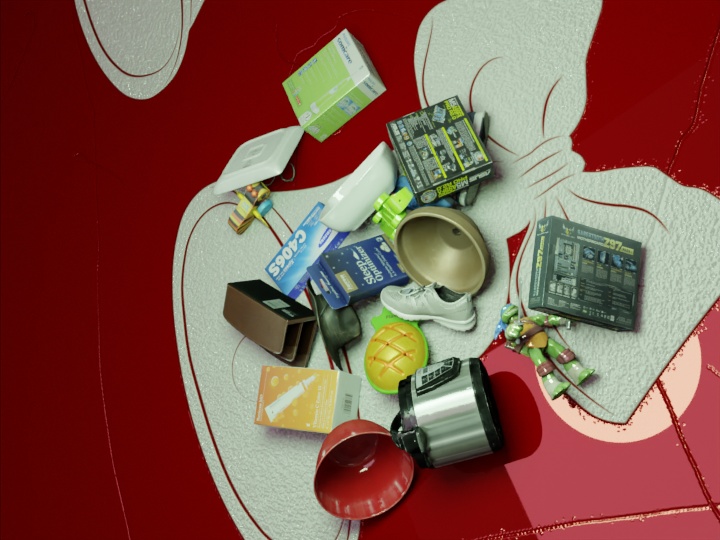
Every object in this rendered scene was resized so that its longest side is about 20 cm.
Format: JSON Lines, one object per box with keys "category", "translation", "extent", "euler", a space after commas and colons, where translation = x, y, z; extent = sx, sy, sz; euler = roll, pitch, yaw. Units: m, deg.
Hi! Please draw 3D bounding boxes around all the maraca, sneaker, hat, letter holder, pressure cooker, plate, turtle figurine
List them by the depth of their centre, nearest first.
{"category": "turtle figurine", "translation": [0.331, 0.110, 1.447], "extent": [0.200, 0.143, 0.196], "euler": [-46, 65, 25]}
{"category": "pressure cooker", "translation": [0.147, 0.264, 1.482], "extent": [0.196, 0.177, 0.182], "euler": [-17, 55, 13]}
{"category": "sneaker", "translation": [0.134, 0.052, 1.607], "extent": [0.195, 0.075, 0.084], "euler": [11, 124, 19]}
{"category": "maraca", "translation": [0.070, 0.152, 1.623], "extent": [0.134, 0.108, 0.204], "euler": [-9, 53, 16]}
{"category": "sneaker", "translation": [0.124, -0.143, 1.660], "extent": [0.079, 0.066, 0.199], "euler": [-55, 30, -1]}
{"category": "sneaker", "translation": [0.177, -0.228, 1.667], "extent": [0.143, 0.077, 0.207], "euler": [5, 69, 20]}
{"category": "hat", "translation": [-0.045, 0.099, 1.679], "extent": [0.079, 0.201, 0.204], "euler": [-20, 65, 0]}
{"category": "letter holder", "translation": [-0.203, 0.126, 1.774], "extent": [0.198, 0.099, 0.145], "euler": [27, 111, 35]}
{"category": "plate", "translation": [-0.239, -0.263, 1.900], "extent": [0.196, 0.033, 0.202], "euler": [-14, 35, 27]}

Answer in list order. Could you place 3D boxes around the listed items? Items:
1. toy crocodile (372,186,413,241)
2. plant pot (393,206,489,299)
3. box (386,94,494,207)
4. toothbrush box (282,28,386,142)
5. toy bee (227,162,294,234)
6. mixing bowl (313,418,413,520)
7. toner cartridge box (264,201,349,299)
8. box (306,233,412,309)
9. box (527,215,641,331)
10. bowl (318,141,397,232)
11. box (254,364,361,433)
{"category": "toy crocodile", "translation": [0.067, -0.114, 1.649], "extent": [0.067, 0.200, 0.062], "euler": [43, 77, 11]}
{"category": "plant pot", "translation": [0.170, -0.052, 1.597], "extent": [0.197, 0.204, 0.093], "euler": [8, 41, 32]}
{"category": "box", "translation": [0.152, -0.234, 1.589], "extent": [0.157, 0.045, 0.203], "euler": [-21, 53, 1]}
{"category": "toothbrush box", "translation": [-0.062, -0.419, 1.867], "extent": [0.199, 0.086, 0.148], "euler": [-37, 61, 18]}
{"category": "toy bee", "translation": [-0.251, -0.170, 1.890], "extent": [0.129, 0.108, 0.204], "euler": [25, 102, 15]}
{"category": "mixing bowl", "translation": [-0.005, 0.364, 1.577], "extent": [0.201, 0.199, 0.109], "euler": [-49, 28, 10]}
{"category": "toner cartridge box", "translation": [-0.119, -0.044, 1.825], "extent": [0.201, 0.043, 0.095], "euler": [-50, 60, 10]}
{"category": "box", "translation": [0.000, 0.000, 1.666], "extent": [0.122, 0.197, 0.033], "euler": [53, 147, 29]}
{"category": "box", "translation": [0.390, 0.007, 1.418], "extent": [0.051, 0.196, 0.162], "euler": [163, 118, -67]}
{"category": "bowl", "translation": [0.007, -0.166, 1.716], "extent": [0.074, 0.200, 0.200], "euler": [42, 106, -9]}
{"category": "box", "translation": [-0.110, 0.270, 1.701], "extent": [0.196, 0.097, 0.128], "euler": [-1, 76, 31]}
